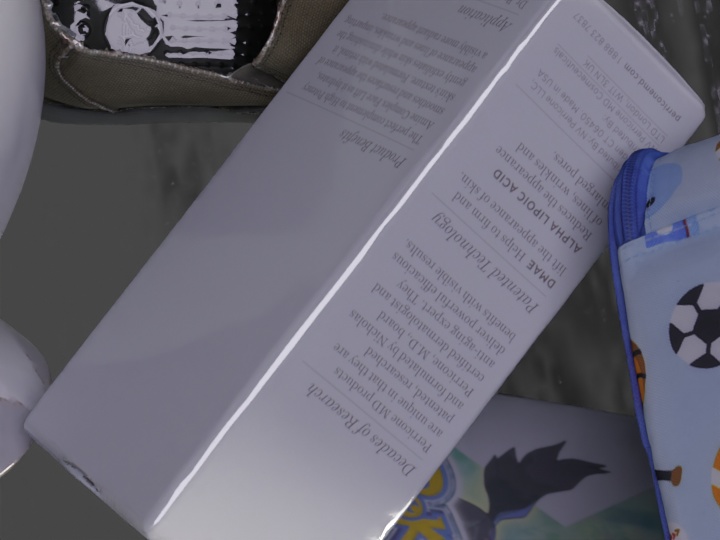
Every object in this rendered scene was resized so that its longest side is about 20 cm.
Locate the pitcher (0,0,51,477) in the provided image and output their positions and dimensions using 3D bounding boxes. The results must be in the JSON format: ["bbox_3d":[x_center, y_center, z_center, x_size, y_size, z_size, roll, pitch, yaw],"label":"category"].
[{"bbox_3d":[-0.176,-0.035,0.747,0.171,0.200,0.121,3,43,-1],"label":"pitcher"}]

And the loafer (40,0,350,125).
[{"bbox_3d":[-0.018,-0.081,0.831,0.200,0.070,0.075,-9,85,-10],"label":"loafer"}]

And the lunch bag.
[{"bbox_3d":[0.140,0.062,0.733,0.075,0.160,0.200,-17,66,26],"label":"lunch bag"}]

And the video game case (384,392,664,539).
[{"bbox_3d":[0.061,0.115,0.784,0.182,0.022,0.200,10,41,-8],"label":"video game case"}]

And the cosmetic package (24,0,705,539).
[{"bbox_3d":[0.000,0.000,0.771,0.074,0.102,0.200,39,86,-31],"label":"cosmetic package"}]
